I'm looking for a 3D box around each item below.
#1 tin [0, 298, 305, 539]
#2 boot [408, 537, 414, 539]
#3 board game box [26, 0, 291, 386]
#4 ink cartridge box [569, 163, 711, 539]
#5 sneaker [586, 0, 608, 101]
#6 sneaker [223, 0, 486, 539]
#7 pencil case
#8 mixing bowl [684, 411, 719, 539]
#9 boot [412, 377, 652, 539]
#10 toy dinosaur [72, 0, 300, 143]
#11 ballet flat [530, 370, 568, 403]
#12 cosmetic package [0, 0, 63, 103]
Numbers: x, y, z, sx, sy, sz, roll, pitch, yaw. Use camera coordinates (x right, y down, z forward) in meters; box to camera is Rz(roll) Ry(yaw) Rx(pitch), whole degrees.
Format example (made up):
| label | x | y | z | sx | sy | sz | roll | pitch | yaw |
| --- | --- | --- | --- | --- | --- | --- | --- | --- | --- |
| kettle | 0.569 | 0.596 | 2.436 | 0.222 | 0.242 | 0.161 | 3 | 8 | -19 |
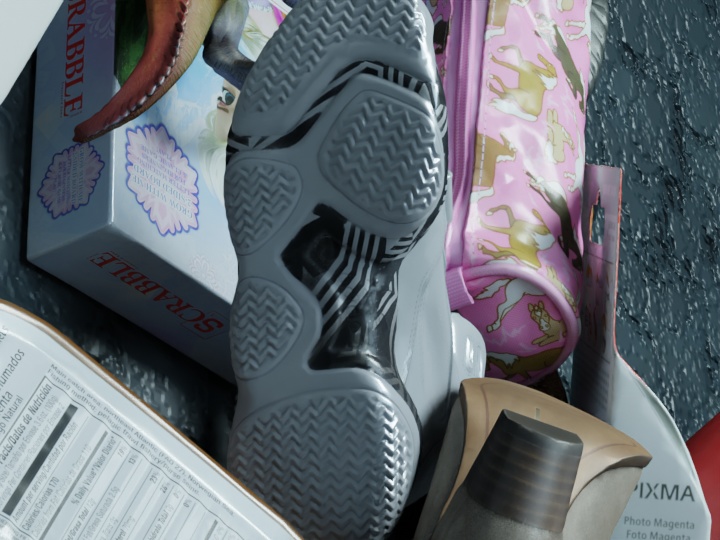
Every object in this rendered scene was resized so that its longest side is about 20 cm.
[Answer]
| label | x | y | z | sx | sy | sz | roll | pitch | yaw |
| --- | --- | --- | --- | --- | --- | --- | --- | --- | --- |
| tin | -0.084 | 0.085 | 0.909 | 0.200 | 0.042 | 0.112 | 40 | 30 | -8 |
| boot | 0.069 | 0.204 | 1.137 | 0.174 | 0.069 | 0.201 | 12 | 66 | -62 |
| board game box | -0.045 | -0.055 | 1.119 | 0.200 | 0.041 | 0.200 | 34 | 45 | -45 |
| ink cartridge box | 0.109 | 0.061 | 1.156 | 0.163 | 0.057 | 0.201 | -115 | -148 | -87 |
| sneaker | 0.066 | -0.137 | 1.339 | 0.077 | 0.076 | 0.201 | 19 | 53 | -26 |
| sneaker | 0.000 | 0.000 | 1.014 | 0.115 | 0.075 | 0.201 | 1 | 94 | -77 |
| pencil case | 0.051 | -0.048 | 1.150 | 0.086 | 0.083 | 0.201 | 21 | 51 | -21 |
| mixing bowl | 0.184 | 0.141 | 1.272 | 0.200 | 0.108 | 0.201 | 162 | -90 | -88 |
| boot | 0.040 | 0.117 | 0.984 | 0.200 | 0.070 | 0.147 | -2 | 112 | -80 |
| toy dinosaur | -0.051 | -0.154 | 1.051 | 0.200 | 0.105 | 0.182 | -14 | 65 | -49 |
| ballet flat | 0.048 | 0.050 | 1.177 | 0.065 | 0.071 | 0.200 | 29 | 29 | -19 |
| cosmetic package | -0.150 | -0.120 | 0.945 | 0.108 | 0.085 | 0.200 | 55 | 32 | -26 |
